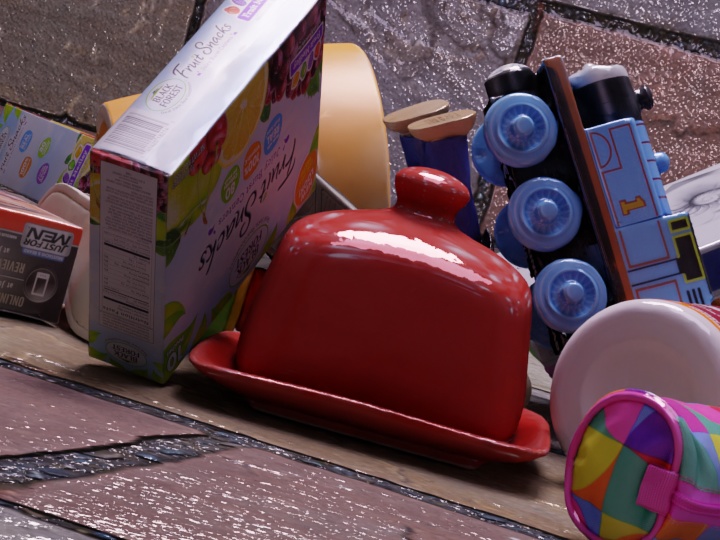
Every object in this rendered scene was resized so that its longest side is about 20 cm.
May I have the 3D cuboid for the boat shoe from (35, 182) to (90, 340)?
[{"bbox_3d":[-0.143,0.004,1.646,0.059,0.072,0.200,30,3,-29],"label":"boat shoe"}]

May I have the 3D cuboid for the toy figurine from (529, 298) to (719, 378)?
[{"bbox_3d":[0.181,0.053,1.854,0.199,0.151,0.184,8,12,15],"label":"toy figurine"}]

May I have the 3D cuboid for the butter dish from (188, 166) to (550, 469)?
[{"bbox_3d":[0.022,0.016,1.535,0.199,0.148,0.199,16,5,2],"label":"butter dish"}]

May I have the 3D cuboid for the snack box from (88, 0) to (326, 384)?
[{"bbox_3d":[-0.082,-0.054,1.522,0.053,0.143,0.200,19,41,16],"label":"snack box"}]

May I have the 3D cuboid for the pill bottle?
[{"bbox_3d":[0.194,0.075,1.601,0.113,0.113,0.200,17,4,25],"label":"pill bottle"}]

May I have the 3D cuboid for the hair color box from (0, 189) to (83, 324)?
[{"bbox_3d":[-0.259,-0.027,1.671,0.111,0.064,0.200,14,6,-31],"label":"hair color box"}]

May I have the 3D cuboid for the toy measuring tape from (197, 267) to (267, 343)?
[{"bbox_3d":[-0.090,0.017,1.672,0.073,0.074,0.200,15,7,-4],"label":"toy measuring tape"}]

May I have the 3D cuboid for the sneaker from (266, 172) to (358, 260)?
[{"bbox_3d":[0.000,0.000,1.724,0.200,0.075,0.106,50,6,4],"label":"sneaker"}]

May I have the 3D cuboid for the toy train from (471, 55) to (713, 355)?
[{"bbox_3d":[0.141,-0.037,1.708,0.114,0.201,0.087,-15,-9,-8],"label":"toy train"}]

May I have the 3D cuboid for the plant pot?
[{"bbox_3d":[-0.090,-0.057,1.959,0.183,0.201,0.200,-3,8,-13],"label":"plant pot"}]

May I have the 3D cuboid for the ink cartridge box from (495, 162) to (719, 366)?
[{"bbox_3d":[0.185,-0.017,1.839,0.199,0.041,0.200,-22,17,-2],"label":"ink cartridge box"}]

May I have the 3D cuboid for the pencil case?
[{"bbox_3d":[0.194,0.109,1.383,0.200,0.089,0.088,10,6,-39],"label":"pencil case"}]

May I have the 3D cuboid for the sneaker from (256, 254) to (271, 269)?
[{"bbox_3d":[0.002,0.038,1.791,0.199,0.076,0.091,9,14,4],"label":"sneaker"}]

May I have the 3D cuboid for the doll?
[{"bbox_3d":[0.065,0.000,1.707,0.048,0.201,0.136,-19,17,-18],"label":"doll"}]

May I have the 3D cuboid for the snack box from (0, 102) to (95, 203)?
[{"bbox_3d":[-0.176,-0.053,2.130,0.168,0.068,0.200,26,-1,-33],"label":"snack box"}]
